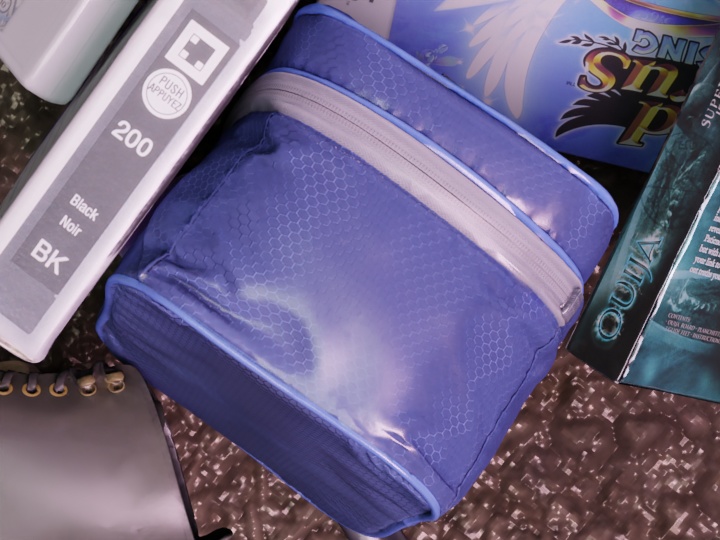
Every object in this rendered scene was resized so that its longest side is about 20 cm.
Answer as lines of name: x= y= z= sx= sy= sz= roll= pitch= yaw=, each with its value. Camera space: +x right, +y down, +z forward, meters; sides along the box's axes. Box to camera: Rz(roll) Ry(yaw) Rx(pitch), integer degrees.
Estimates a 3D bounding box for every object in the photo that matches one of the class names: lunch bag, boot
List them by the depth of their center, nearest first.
lunch bag: x=0.000 y=0.000 z=0.801 sx=0.136 sy=0.200 sz=0.133 roll=36 pitch=78 yaw=-3
boot: x=-0.143 y=0.035 z=0.834 sx=0.137 sy=0.077 sz=0.201 roll=-22 pitch=95 yaw=-1

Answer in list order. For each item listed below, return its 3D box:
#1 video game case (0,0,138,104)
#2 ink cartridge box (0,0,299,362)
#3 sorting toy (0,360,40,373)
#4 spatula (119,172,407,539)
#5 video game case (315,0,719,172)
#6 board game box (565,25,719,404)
video game case: x=-0.098 y=-0.181 z=0.790 sx=0.023 sy=0.200 sz=0.182 roll=24 pitch=108 yaw=-45
ink cartridge box: x=-0.055 y=-0.082 z=0.789 sx=0.043 sy=0.198 sz=0.200 roll=35 pitch=103 yaw=-8
sorting toy: x=-0.199 y=0.150 z=0.899 sx=0.198 sy=0.070 sz=0.200 roll=-10 pitch=86 yaw=6
spatula: x=-0.024 y=0.052 z=0.906 sx=0.056 sy=0.021 sz=0.201 roll=-35 pitch=105 yaw=-19
video game case: x=0.090 y=-0.119 z=0.808 sx=0.198 sy=0.046 sz=0.182 roll=13 pitch=134 yaw=1
board game box: x=0.167 y=-0.013 z=0.810 sx=0.028 sy=0.199 sz=0.136 roll=34 pitch=104 yaw=42
